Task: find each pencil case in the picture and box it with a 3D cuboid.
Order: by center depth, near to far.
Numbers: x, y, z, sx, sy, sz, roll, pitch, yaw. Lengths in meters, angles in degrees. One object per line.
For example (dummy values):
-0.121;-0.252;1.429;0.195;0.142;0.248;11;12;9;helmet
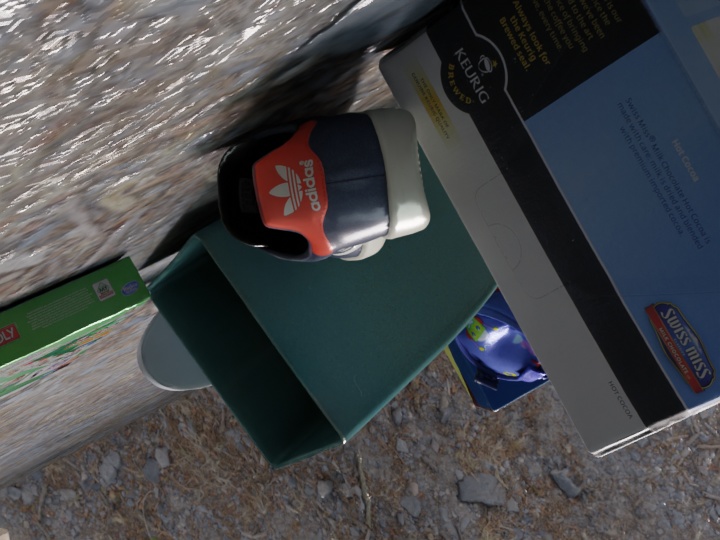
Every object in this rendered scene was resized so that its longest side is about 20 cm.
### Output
0.140;-0.010;0.953;0.200;0.087;0.078;-52;-170;-29;pencil case

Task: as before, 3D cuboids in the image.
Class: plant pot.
0.000;0.000;0.850;0.199;0.142;0.141;-36;-179;-24;plant pot

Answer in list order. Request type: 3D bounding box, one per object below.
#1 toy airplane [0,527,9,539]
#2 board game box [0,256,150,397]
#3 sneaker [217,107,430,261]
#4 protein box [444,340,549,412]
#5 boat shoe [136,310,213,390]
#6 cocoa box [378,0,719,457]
-0.487;0.289;1.393;0.198;0.142;0.200;14;-148;30;toy airplane
-0.226;0.061;0.761;0.199;0.029;0.134;-27;175;-38;board game box
-0.028;-0.039;0.659;0.084;0.076;0.200;-10;177;-9;sneaker
0.137;-0.024;1.094;0.199;0.200;0.135;-29;178;-3;protein box
-0.083;0.017;0.986;0.199;0.074;0.068;-45;-169;-26;boat shoe
0.130;-0.048;0.610;0.131;0.201;0.133;-32;175;40;cocoa box
